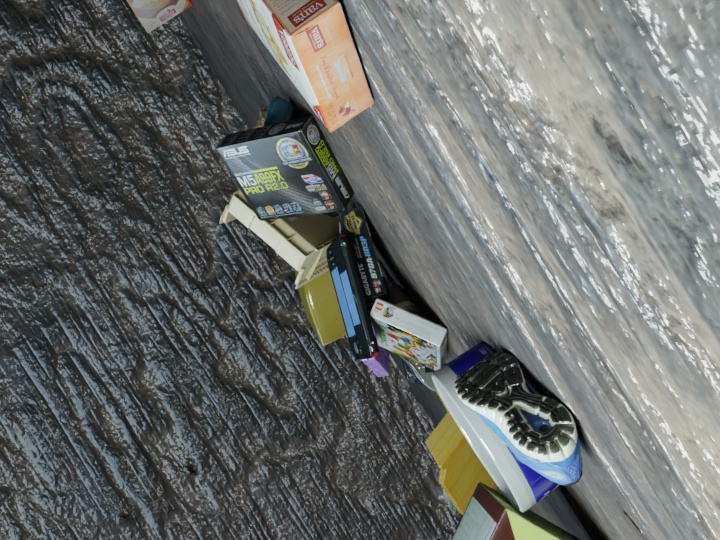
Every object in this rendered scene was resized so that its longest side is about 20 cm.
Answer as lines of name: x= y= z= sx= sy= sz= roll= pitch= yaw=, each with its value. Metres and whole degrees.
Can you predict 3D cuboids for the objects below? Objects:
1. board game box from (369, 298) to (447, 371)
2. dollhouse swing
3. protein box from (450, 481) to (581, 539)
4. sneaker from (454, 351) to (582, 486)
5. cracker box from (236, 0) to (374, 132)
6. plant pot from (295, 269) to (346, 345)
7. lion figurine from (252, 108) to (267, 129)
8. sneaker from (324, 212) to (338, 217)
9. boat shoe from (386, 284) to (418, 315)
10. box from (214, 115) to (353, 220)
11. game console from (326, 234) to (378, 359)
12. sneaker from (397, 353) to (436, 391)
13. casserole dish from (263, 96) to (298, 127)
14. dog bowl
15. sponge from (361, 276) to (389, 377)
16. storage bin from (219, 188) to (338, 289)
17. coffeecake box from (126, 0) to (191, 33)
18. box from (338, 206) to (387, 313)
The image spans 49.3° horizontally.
board game box: x=0.085 y=0.114 z=1.328 sx=0.124 sy=0.035 sz=0.200 roll=23 pitch=164 yaw=14
dollhouse swing: x=0.184 y=0.361 z=1.616 sx=0.174 sy=0.182 sz=0.201 roll=22 pitch=152 yaw=46
protein box: x=0.225 y=0.401 z=1.027 sx=0.196 sy=0.137 sz=0.200 roll=29 pitch=175 yaw=2
sneaker: x=0.167 y=0.161 z=0.836 sx=0.090 sy=0.078 sz=0.200 roll=62 pitch=174 yaw=-29
cracker box: x=-0.071 y=-0.247 z=0.752 sx=0.201 sy=0.057 sz=0.134 roll=55 pitch=176 yaw=30
plant pot: x=-0.066 y=0.030 z=1.951 sx=0.203 sy=0.193 sz=0.194 roll=65 pitch=174 yaw=-18
lion figurine: x=-0.132 y=-0.240 z=1.591 sx=0.200 sy=0.072 sz=0.123 roll=43 pitch=165 yaw=11
sneaker: x=-0.066 y=-0.152 z=1.419 sx=0.100 sy=0.069 sz=0.200 roll=48 pitch=176 yaw=16
boat shoe: x=0.069 y=0.073 z=1.448 sx=0.200 sy=0.071 sz=0.066 roll=80 pitch=174 yaw=-75
box: x=-0.129 y=-0.167 z=1.322 sx=0.197 sy=0.045 sz=0.161 roll=-3 pitch=131 yaw=36
game console: x=-0.017 y=0.049 z=1.316 sx=0.177 sy=0.030 sz=0.204 roll=133 pitch=122 yaw=-82
sneaker: x=0.099 y=0.154 z=1.615 sx=0.204 sy=0.076 sz=0.146 roll=58 pitch=175 yaw=-1
casserole dish: x=-0.135 y=-0.219 z=1.418 sx=0.201 sy=0.038 sz=0.123 roll=84 pitch=-162 yaw=-57
dog bowl: x=0.175 y=0.195 z=0.989 sx=0.202 sy=0.078 sz=0.200 roll=57 pitch=177 yaw=5
sponge: x=0.032 y=0.101 z=1.582 sx=0.112 sy=0.029 sz=0.204 roll=50 pitch=-144 yaw=-60
storage bin: x=-0.136 y=-0.084 z=1.509 sx=0.199 sy=0.094 sz=0.198 roll=40 pitch=-148 yaw=11
coffeecake box: x=-0.574 y=-0.776 z=2.149 sx=0.074 sy=0.152 sz=0.200 roll=55 pitch=176 yaw=23
box: x=0.000 y=0.000 z=1.395 sx=0.200 sy=0.045 sz=0.162 roll=98 pitch=157 yaw=-73
